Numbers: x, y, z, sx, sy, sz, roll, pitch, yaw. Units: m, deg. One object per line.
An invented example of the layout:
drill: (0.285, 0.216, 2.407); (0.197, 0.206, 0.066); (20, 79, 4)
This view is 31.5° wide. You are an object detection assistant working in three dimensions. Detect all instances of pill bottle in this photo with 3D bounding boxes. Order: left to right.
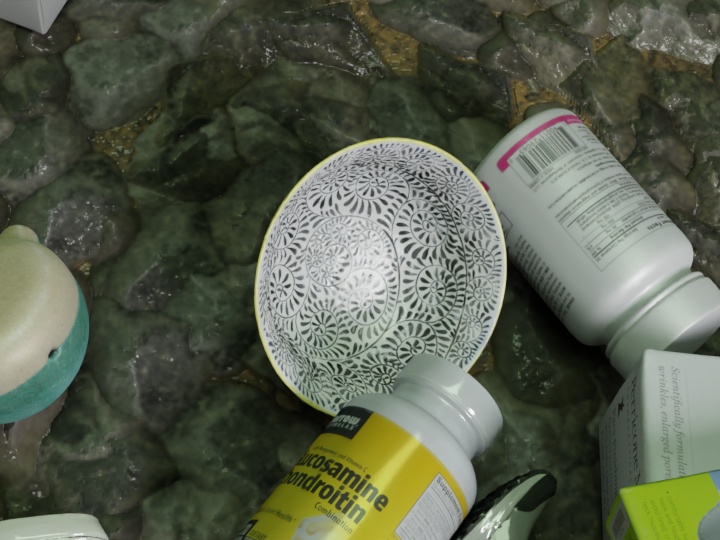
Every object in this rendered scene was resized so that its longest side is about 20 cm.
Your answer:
pill bottle: (0.008, 0.155, 0.850); (0.111, 0.112, 0.200); (35, 64, 14)
pill bottle: (0.180, -0.016, 0.974); (0.113, 0.114, 0.201); (-29, 67, -21)

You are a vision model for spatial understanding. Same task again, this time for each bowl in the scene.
bowl: (0.000, 0.000, 0.936); (0.198, 0.094, 0.204); (-5, 103, -24)

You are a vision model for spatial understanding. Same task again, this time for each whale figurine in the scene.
whale figurine: (-0.280, 0.039, 0.912); (0.198, 0.104, 0.160); (16, 57, 32)

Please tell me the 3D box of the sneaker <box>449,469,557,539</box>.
sneaker: (0.077, 0.220, 0.856); (0.079, 0.074, 0.201); (37, 67, 2)

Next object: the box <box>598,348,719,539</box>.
box: (0.271, 0.177, 0.862); (0.197, 0.131, 0.201); (7, 59, -3)

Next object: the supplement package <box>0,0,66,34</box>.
supplement package: (-0.334, -0.312, 1.081); (0.198, 0.120, 0.122); (20, 58, 5)

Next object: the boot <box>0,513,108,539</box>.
boot: (-0.243, 0.243, 0.800); (0.197, 0.073, 0.146); (-18, 63, -7)

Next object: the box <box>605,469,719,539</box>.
box: (0.259, 0.173, 0.751); (0.197, 0.048, 0.123); (-9, 52, -11)
